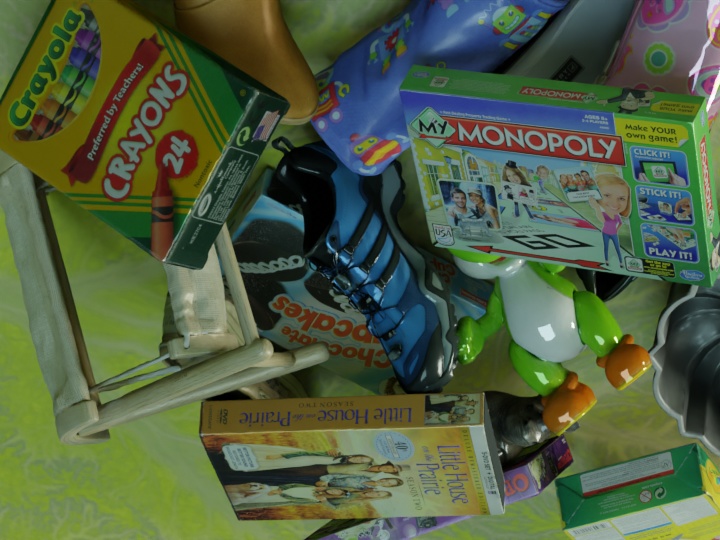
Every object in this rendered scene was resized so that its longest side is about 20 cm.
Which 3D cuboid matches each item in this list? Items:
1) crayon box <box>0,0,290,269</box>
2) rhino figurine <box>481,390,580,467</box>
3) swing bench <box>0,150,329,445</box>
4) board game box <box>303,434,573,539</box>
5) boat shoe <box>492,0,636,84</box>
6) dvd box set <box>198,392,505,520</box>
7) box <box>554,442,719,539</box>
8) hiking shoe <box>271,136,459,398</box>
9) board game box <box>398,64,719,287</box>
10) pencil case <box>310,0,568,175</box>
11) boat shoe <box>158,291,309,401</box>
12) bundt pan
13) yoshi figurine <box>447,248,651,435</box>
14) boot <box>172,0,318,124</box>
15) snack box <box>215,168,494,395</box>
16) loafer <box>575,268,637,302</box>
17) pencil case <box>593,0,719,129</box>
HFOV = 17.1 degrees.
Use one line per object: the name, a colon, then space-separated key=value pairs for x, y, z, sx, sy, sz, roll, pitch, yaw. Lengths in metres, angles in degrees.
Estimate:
crayon box: x=-0.158 y=-0.105 z=1.558 sx=0.199 sy=0.051 sz=0.128 roll=33 pitch=99 yaw=25
rhino figurine: x=0.090 y=0.121 z=1.780 sx=0.199 sy=0.087 sz=0.060 roll=-20 pitch=94 yaw=47
swing bench: x=-0.153 y=-0.003 z=1.645 sx=0.199 sy=0.130 sz=0.200 roll=-20 pitch=80 yaw=18
board game box: x=0.057 y=0.179 z=1.835 sx=0.199 sy=0.120 sz=0.033 roll=-21 pitch=86 yaw=20
boat shoe: x=0.143 y=-0.146 z=1.608 sx=0.070 sy=0.066 sz=0.200 roll=42 pitch=96 yaw=-22
dvd box set: x=-0.003 y=0.133 z=1.688 sx=0.198 sy=0.030 sz=0.147 roll=-2 pitch=150 yaw=8
box: x=0.235 y=0.196 z=1.837 sx=0.117 sy=0.049 sz=0.200 roll=-16 pitch=150 yaw=17
hiking shoe: x=0.000 y=0.000 z=1.659 sx=0.086 sy=0.201 sz=0.074 roll=-9 pitch=159 yaw=-33
board game box: x=0.130 y=-0.061 z=1.540 sx=0.199 sy=0.029 sz=0.135 roll=9 pitch=135 yaw=25
pencil case: x=0.048 y=-0.150 z=1.605 sx=0.078 sy=0.087 sz=0.200 roll=31 pitch=124 yaw=-31
boat shoe: x=-0.097 y=0.089 z=1.789 sx=0.073 sy=0.063 sz=0.200 roll=-2 pitch=143 yaw=31
bundt pan: x=0.306 y=0.044 z=1.734 sx=0.200 sy=0.076 sz=0.203 roll=2 pitch=127 yaw=3
yoshi figurine: x=0.111 y=0.010 z=1.664 sx=0.201 sy=0.112 sz=0.112 roll=55 pitch=149 yaw=7
boot: x=-0.072 y=-0.203 z=1.557 sx=0.201 sy=0.071 sz=0.144 roll=46 pitch=131 yaw=-1
snack box: x=-0.013 y=0.017 z=1.766 sx=0.199 sy=0.037 sz=0.116 roll=27 pitch=126 yaw=-15
loafer: x=0.200 y=-0.064 z=1.665 sx=0.068 sy=0.071 sz=0.201 roll=14 pitch=127 yaw=-9
pencil case: x=0.213 y=-0.172 z=1.535 sx=0.087 sy=0.088 sz=0.201 roll=18 pitch=105 yaw=-9
